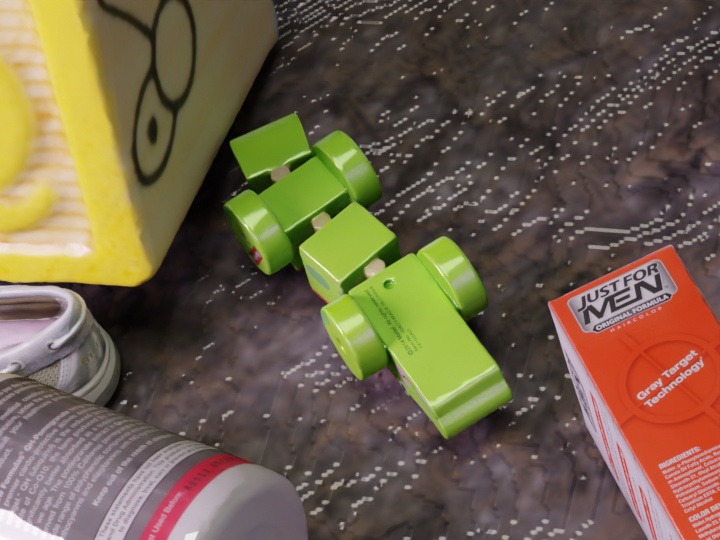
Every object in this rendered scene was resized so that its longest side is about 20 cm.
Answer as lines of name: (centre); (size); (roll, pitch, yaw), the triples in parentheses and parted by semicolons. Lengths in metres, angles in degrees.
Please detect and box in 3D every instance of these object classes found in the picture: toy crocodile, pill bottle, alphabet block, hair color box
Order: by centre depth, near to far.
hair color box: (0.148, 0.097, 1.146); (0.061, 0.102, 0.200); (-26, 52, -3)
pill bottle: (-0.132, 0.108, 1.211); (0.200, 0.111, 0.111); (19, 61, 26)
toy crocodile: (0.000, 0.000, 1.292); (0.067, 0.062, 0.200); (-35, 58, -11)
alphabet block: (-0.169, -0.129, 1.318); (0.196, 0.196, 0.200); (1, 37, 19)

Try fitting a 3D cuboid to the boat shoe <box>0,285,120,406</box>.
boat shoe: (-0.213, 0.040, 1.313); (0.202, 0.065, 0.074); (-3, 54, 13)
